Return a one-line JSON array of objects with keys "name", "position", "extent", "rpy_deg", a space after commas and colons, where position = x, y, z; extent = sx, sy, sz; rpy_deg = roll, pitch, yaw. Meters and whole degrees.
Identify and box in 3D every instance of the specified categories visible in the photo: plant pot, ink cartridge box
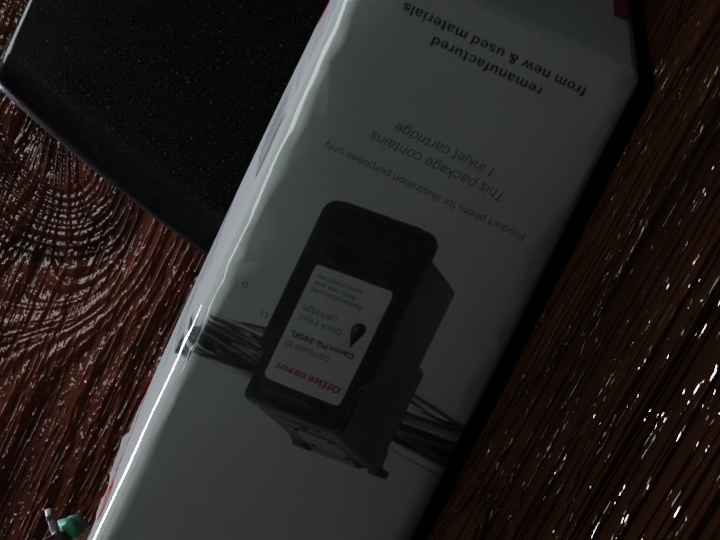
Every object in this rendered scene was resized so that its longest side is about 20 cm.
[{"name": "plant pot", "position": [-0.026, -0.089, 1.084], "extent": [0.200, 0.177, 0.201], "rpy_deg": [-169, 103, -87]}, {"name": "ink cartridge box", "position": [0.000, 0.000, 0.853], "extent": [0.145, 0.083, 0.201], "rpy_deg": [-79, 14, -73]}]

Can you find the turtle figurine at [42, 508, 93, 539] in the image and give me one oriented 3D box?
[{"name": "turtle figurine", "position": [-0.165, 0.222, 1.601], "extent": [0.150, 0.101, 0.200], "rpy_deg": [-51, -15, -14]}]
